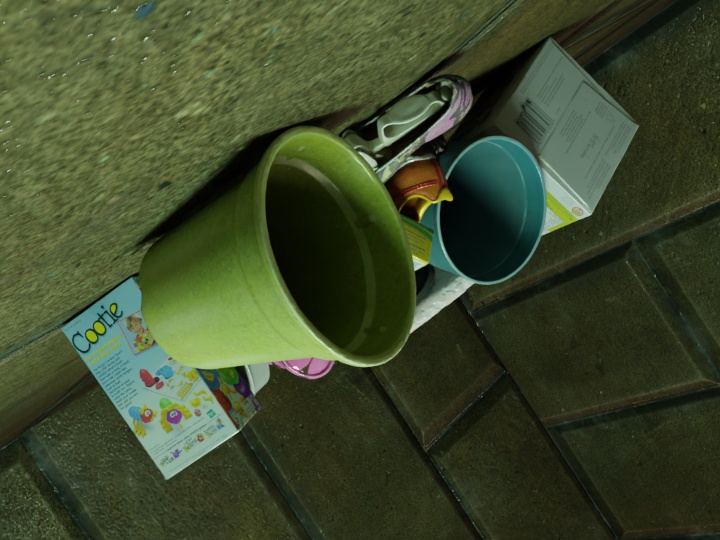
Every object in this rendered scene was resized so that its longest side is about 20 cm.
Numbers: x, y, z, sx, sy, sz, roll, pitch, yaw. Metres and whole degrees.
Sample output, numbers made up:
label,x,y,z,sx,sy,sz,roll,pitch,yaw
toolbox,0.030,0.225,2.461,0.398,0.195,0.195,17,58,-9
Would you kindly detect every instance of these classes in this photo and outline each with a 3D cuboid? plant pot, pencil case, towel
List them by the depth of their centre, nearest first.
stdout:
label,x,y,z,sx,sy,sz,roll,pitch,yaw
plant pot,-0.083,0.004,0.686,0.184,0.201,0.200,-20,-171,32
pencil case,-0.112,0.089,1.069,0.094,0.091,0.200,15,172,-29
plant pot,0.129,-0.094,1.144,0.200,0.200,0.188,-34,-154,-25
towel,0.078,0.024,1.245,0.200,0.032,0.191,-38,-152,0

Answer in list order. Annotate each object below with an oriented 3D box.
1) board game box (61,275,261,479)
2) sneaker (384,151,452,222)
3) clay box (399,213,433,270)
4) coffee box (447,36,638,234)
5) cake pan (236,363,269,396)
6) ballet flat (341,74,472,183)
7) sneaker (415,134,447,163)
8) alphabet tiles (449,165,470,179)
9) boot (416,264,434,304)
label,x,y,z,sx,sy,sz,roll,pitch,yaw
board game box,-0.219,0.111,0.898,0.105,0.200,0.103,-34,-179,10
sneaker,0.020,-0.060,0.911,0.073,0.077,0.200,-11,165,-42
clay box,-0.037,-0.046,0.848,0.115,0.200,0.048,-31,-141,54
coffee box,0.268,-0.193,1.251,0.200,0.200,0.198,-55,-169,-25
cake pan,-0.184,0.084,1.061,0.037,0.200,0.200,-30,180,-26
ballet flat,0.025,-0.137,0.823,0.200,0.069,0.071,-36,163,18
sneaker,0.051,-0.145,1.012,0.086,0.080,0.200,-31,-179,22
alphabet tiles,0.104,-0.122,1.311,0.200,0.167,0.008,11,-123,31
boot,-0.004,0.017,1.140,0.211,0.158,0.079,-39,-140,-3
